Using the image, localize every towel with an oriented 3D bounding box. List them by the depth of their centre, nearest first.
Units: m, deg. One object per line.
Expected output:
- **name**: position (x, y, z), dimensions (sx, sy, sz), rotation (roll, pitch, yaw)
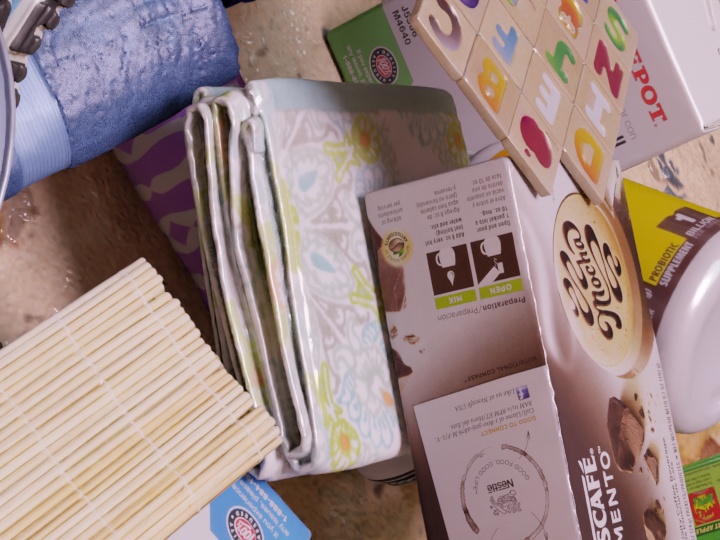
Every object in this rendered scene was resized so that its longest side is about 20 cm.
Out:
- **towel**: position (-0.148, -0.092, 0.781), dimensions (0.199, 0.048, 0.112), rotation (-30, 97, -29)
- **towel**: position (0.000, 0.000, 0.844), dimensions (0.199, 0.048, 0.173), rotation (-5, 84, -56)

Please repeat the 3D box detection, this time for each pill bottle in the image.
- **pill bottle**: position (0.107, 0.000, 0.957), dimensions (0.109, 0.199, 0.110), rotation (-30, 131, -41)

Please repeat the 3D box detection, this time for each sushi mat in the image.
- **sushi mat**: position (-0.111, 0.071, 0.684), dimensions (0.096, 0.012, 0.200), rotation (49, 41, 3)

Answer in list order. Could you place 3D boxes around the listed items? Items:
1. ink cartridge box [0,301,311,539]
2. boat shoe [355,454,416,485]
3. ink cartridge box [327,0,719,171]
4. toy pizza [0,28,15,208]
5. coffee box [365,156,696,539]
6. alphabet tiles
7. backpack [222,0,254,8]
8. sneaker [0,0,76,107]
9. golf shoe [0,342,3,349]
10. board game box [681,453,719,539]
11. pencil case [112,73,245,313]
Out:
- **ink cartridge box**: position (-0.121, 0.135, 0.721), dimensions (0.145, 0.083, 0.201), rotation (51, 38, -20)
- **boat shoe**: position (0.056, 0.085, 0.994), dimensions (0.199, 0.073, 0.069), rotation (-34, 110, -65)
- **ink cartridge box**: position (0.101, -0.115, 1.052), dimensions (0.084, 0.199, 0.147), rotation (-23, 89, -55)
- **toy pizza**: position (-0.204, -0.032, 0.628), dimensions (0.032, 0.198, 0.202), rotation (51, 29, -65)
- **coffee box**: position (0.078, 0.056, 0.826), dimensions (0.113, 0.079, 0.202), rotation (-2, 80, -56)
- **alphabet tiles**: position (0.072, -0.129, 0.828), dimensions (0.167, 0.006, 0.201), rotation (51, 36, -25)
- **backpack**: position (-0.047, -0.223, 0.898), dimensions (0.134, 0.200, 0.183), rotation (-35, 106, -12)
- **sneaker**: position (-0.174, -0.084, 0.695), dimensions (0.090, 0.201, 0.078), rotation (36, 12, 17)
- **golf shoe**: position (-0.204, 0.055, 0.668), dimensions (0.093, 0.072, 0.200), rotation (58, 36, -10)
- **board game box**: position (0.151, 0.161, 0.961), dimensions (0.047, 0.199, 0.102), rotation (1, 70, -52)
- **pencil case**: position (-0.082, -0.077, 0.891), dimensions (0.201, 0.085, 0.084), rotation (61, 8, -12)
